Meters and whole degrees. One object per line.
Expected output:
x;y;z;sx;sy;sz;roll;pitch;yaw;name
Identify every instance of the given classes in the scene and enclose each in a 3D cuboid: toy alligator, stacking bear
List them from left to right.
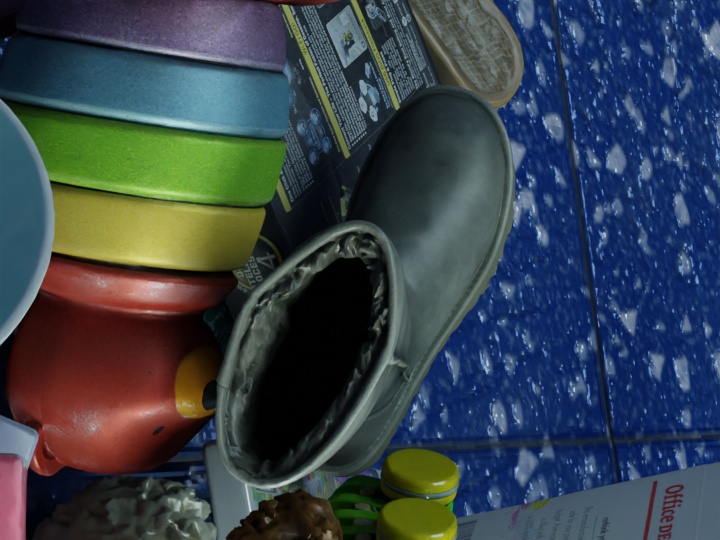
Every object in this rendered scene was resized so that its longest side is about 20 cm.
-0.078;-0.026;0.961;0.121;0.113;0.201;1;99;-64;stacking bear
0.006;0.119;1.002;0.200;0.054;0.059;-82;178;-67;toy alligator

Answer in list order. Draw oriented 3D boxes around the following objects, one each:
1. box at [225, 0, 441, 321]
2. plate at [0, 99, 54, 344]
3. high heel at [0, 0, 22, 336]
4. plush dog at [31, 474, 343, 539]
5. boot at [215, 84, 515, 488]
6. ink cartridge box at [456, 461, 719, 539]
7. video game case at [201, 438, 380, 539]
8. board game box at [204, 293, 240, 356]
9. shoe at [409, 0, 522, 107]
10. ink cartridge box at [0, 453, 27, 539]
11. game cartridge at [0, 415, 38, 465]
-0.022;-0.070;1.159;0.161;0.049;0.201;-49;122;-53;box
-0.195;-0.012;0.834;0.200;0.200;0.026;-62;167;-45;plate
-0.100;-0.042;1.034;0.067;0.096;0.201;99;-23;-81;high heel
-0.068;0.168;0.952;0.160;0.171;0.201;3;78;-56;plush dog
0.002;0.000;1.004;0.200;0.072;0.182;44;63;-76;boot
0.090;0.140;1.087;0.117;0.199;0.068;-62;136;-68;ink cartridge box
-0.014;0.147;1.123;0.200;0.018;0.144;26;52;-72;video game case
-0.057;-0.056;1.172;0.135;0.028;0.200;59;38;-27;board game box
0.006;-0.158;1.280;0.070;0.053;0.200;-44;115;-31;shoe
-0.170;0.154;0.758;0.145;0.083;0.201;3;76;-19;ink cartridge box
-0.186;0.120;0.824;0.129;0.038;0.201;22;71;-11;game cartridge
